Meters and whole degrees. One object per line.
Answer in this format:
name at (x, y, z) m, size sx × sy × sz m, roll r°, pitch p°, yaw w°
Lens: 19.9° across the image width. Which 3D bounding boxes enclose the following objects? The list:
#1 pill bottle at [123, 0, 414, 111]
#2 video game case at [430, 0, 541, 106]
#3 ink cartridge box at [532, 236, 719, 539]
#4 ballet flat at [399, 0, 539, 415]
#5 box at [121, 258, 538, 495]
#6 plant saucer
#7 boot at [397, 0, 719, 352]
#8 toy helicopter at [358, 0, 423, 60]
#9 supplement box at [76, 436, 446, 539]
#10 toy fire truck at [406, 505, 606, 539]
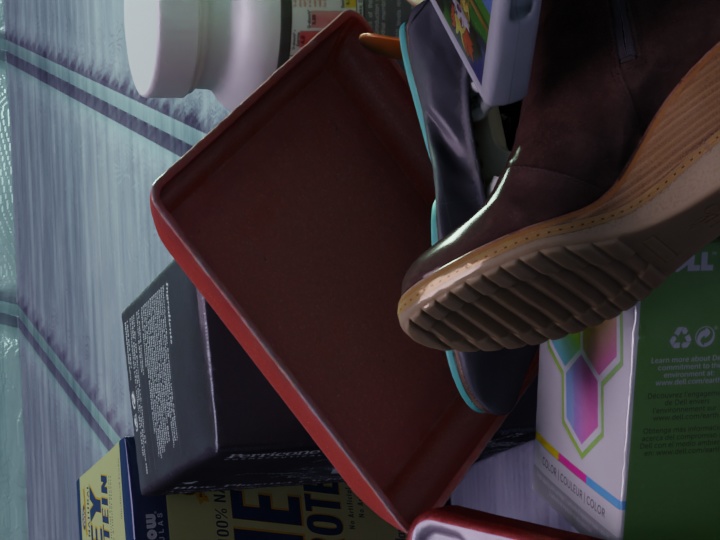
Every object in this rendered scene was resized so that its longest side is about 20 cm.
pill bottle at (-0.026, -0.144, 1.151) m, size 0.116 × 0.199 × 0.117 m, roll 178°, pitch 90°, yaw -72°
video game case at (0.032, -0.198, 0.813) m, size 0.183 × 0.022 × 0.201 m, roll 95°, pitch 157°, yaw -50°
ink cartridge box at (0.126, 0.020, 0.916) m, size 0.104 × 0.059 × 0.201 m, roll -141°, pitch 52°, yaw -68°
ballet flat at (0.062, -0.038, 0.904) m, size 0.073 × 0.073 × 0.201 m, roll 124°, pitch 142°, yaw -61°
box at (-0.016, 0.053, 1.146) m, size 0.200 × 0.196 × 0.118 m, roll 142°, pitch 124°, yaw -68°
plant saucer at (0.000, 0.000, 0.985) m, size 0.037 × 0.200 × 0.200 m, roll -30°, pitch 102°, yaw 41°
boot at (0.090, -0.069, 0.857) m, size 0.072 × 0.199 × 0.167 m, roll 44°, pitch -157°, yaw -50°
toy helicopter at (0.080, -0.140, 0.980) m, size 0.200 × 0.079 × 0.133 m, roll 33°, pitch 92°, yaw 48°
supplement box at (-0.067, 0.181, 1.312) m, size 0.200 × 0.199 × 0.135 m, roll 140°, pitch 126°, yaw -68°
toy fire truck at (0.098, 0.195, 0.863) m, size 0.199 × 0.112 × 0.169 m, roll 8°, pitch 94°, yaw 35°
